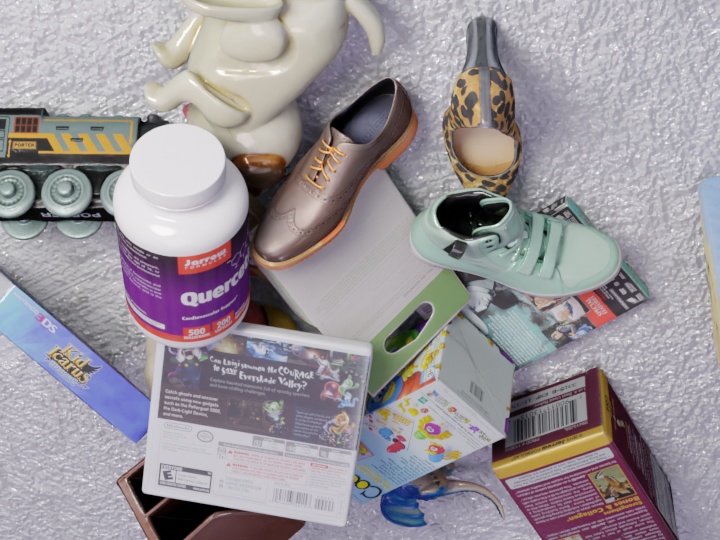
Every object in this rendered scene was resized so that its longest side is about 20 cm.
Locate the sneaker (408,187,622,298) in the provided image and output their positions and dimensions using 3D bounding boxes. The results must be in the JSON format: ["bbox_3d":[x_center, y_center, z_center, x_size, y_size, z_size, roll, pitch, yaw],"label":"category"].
[{"bbox_3d":[0.148,-0.024,1.225,0.200,0.074,0.118,7,168,-5],"label":"sneaker"}]

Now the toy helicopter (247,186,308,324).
[{"bbox_3d":[-0.102,-0.010,1.317,0.200,0.079,0.132,43,137,-17],"label":"toy helicopter"}]

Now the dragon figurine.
[{"bbox_3d":[0.056,0.243,1.516,0.199,0.059,0.100,21,127,-10],"label":"dragon figurine"}]

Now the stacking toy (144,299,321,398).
[{"bbox_3d":[-0.111,0.074,1.378,0.199,0.146,0.146,2,131,-20],"label":"stacking toy"}]

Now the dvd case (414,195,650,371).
[{"bbox_3d":[0.163,0.024,1.358,0.200,0.022,0.146,-33,119,26],"label":"dvd case"}]

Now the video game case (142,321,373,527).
[{"bbox_3d":[-0.098,0.139,1.280,0.199,0.023,0.183,9,107,3],"label":"video game case"}]

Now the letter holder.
[{"bbox_3d":[-0.126,0.223,1.418,0.142,0.101,0.200,-40,155,12],"label":"letter holder"}]

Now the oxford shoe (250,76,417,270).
[{"bbox_3d":[-0.030,-0.089,1.190,0.071,0.200,0.073,33,167,21],"label":"oxford shoe"}]

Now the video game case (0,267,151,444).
[{"bbox_3d":[-0.302,0.073,1.347,0.045,0.181,0.200,-49,117,-10],"label":"video game case"}]

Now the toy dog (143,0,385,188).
[{"bbox_3d":[-0.090,-0.172,1.171,0.193,0.140,0.200,1,132,-19],"label":"toy dog"}]

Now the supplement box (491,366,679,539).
[{"bbox_3d":[0.239,0.219,1.452,0.131,0.103,0.200,-22,123,21],"label":"supplement box"}]

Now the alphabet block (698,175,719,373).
[{"bbox_3d":[0.419,0.034,1.234,0.196,0.196,0.201,-7,126,13],"label":"alphabet block"}]

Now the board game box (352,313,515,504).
[{"bbox_3d":[0.045,0.140,1.393,0.200,0.103,0.105,-31,120,34],"label":"board game box"}]

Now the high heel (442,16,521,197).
[{"bbox_3d":[0.105,-0.100,1.186,0.071,0.143,0.201,-2,128,6],"label":"high heel"}]

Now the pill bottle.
[{"bbox_3d":[-0.150,-0.029,1.165,0.112,0.113,0.200,6,144,1],"label":"pill bottle"}]

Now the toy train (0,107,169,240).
[{"bbox_3d":[-0.259,-0.092,1.248,0.199,0.114,0.085,0,162,2],"label":"toy train"}]

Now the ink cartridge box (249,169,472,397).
[{"bbox_3d":[0.000,0.000,1.288,0.146,0.048,0.200,-44,123,-11],"label":"ink cartridge box"}]
